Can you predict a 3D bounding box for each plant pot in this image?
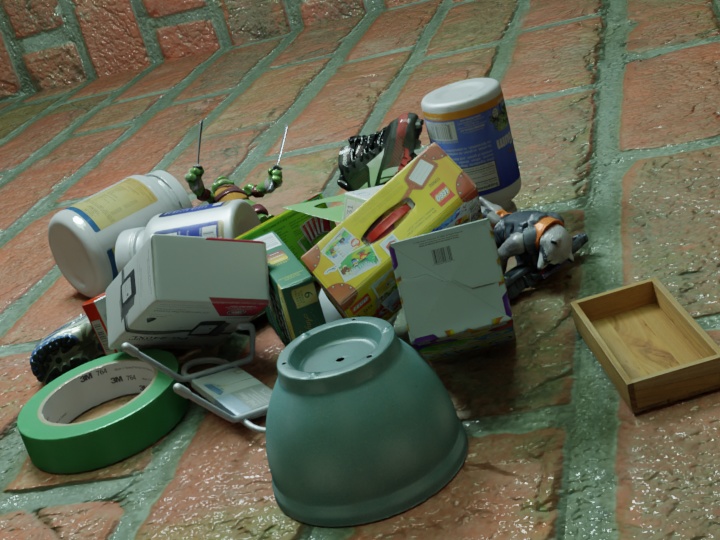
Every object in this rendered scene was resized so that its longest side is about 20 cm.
[{"bbox_3d":[-0.008,0.130,1.127,0.198,0.136,0.201,-15,21,6],"label":"plant pot"}]

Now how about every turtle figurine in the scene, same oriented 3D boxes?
[{"bbox_3d":[-0.197,-0.136,1.853,0.201,0.143,0.195,-54,36,19],"label":"turtle figurine"}]

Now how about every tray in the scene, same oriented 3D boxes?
[{"bbox_3d":[0.288,0.072,1.185,0.097,0.037,0.200,-16,23,0],"label":"tray"}]

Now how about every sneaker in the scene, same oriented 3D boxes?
[{"bbox_3d":[-0.356,0.080,1.583,0.198,0.078,0.085,-23,18,-17],"label":"sneaker"},{"bbox_3d":[0.022,-0.157,1.616,0.097,0.201,0.072,18,61,-10],"label":"sneaker"}]

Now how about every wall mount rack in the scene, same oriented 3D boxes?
[{"bbox_3d":[-0.159,0.116,1.293,0.172,0.076,0.199,-14,26,-36],"label":"wall mount rack"}]

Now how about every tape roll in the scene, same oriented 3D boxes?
[{"bbox_3d":[-0.302,0.162,1.380,0.198,0.049,0.201,-14,22,6],"label":"tape roll"}]

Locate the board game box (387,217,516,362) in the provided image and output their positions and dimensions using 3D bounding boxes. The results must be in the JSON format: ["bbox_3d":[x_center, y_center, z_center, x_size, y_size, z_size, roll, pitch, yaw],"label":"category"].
[{"bbox_3d":[0.100,0.027,1.216,0.104,0.104,0.200,-14,-11,7],"label":"board game box"}]

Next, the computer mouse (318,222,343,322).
[{"bbox_3d":[0.000,0.000,1.485,0.108,0.044,0.201,15,46,12],"label":"computer mouse"}]

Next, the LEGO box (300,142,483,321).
[{"bbox_3d":[0.042,-0.029,1.343,0.200,0.149,0.077,-41,69,-5],"label":"LEGO box"}]

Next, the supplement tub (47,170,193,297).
[{"bbox_3d":[-0.372,-0.062,1.836,0.144,0.146,0.199,8,32,46],"label":"supplement tub"}]

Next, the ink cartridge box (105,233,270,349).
[{"bbox_3d":[-0.213,0.031,1.412,0.144,0.084,0.200,2,-20,-27],"label":"ink cartridge box"}]

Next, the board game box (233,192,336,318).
[{"bbox_3d":[-0.113,-0.016,1.578,0.199,0.102,0.047,-32,7,-37],"label":"board game box"}]

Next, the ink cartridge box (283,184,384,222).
[{"bbox_3d":[0.019,-0.089,1.536,0.198,0.049,0.145,20,21,32],"label":"ink cartridge box"}]

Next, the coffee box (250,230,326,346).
[{"bbox_3d":[-0.086,0.038,1.422,0.044,0.124,0.200,-19,23,-12],"label":"coffee box"}]

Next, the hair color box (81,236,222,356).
[{"bbox_3d":[-0.254,0.044,1.545,0.199,0.102,0.061,-28,8,-28],"label":"hair color box"}]

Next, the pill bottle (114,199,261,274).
[{"bbox_3d":[-0.249,-0.030,1.704,0.198,0.121,0.120,-8,23,19],"label":"pill bottle"}]

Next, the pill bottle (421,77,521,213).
[{"bbox_3d":[0.156,-0.147,1.581,0.111,0.202,0.112,-14,21,6],"label":"pill bottle"}]

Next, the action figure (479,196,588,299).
[{"bbox_3d":[0.171,-0.028,1.420,0.192,0.106,0.199,7,35,47],"label":"action figure"}]
